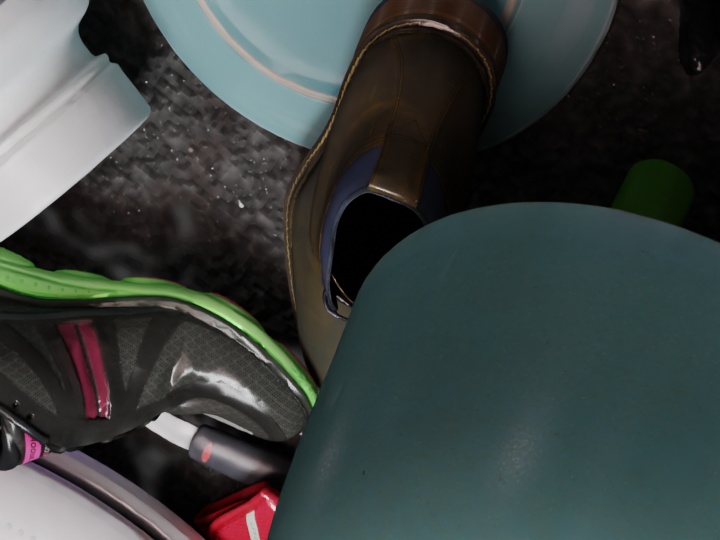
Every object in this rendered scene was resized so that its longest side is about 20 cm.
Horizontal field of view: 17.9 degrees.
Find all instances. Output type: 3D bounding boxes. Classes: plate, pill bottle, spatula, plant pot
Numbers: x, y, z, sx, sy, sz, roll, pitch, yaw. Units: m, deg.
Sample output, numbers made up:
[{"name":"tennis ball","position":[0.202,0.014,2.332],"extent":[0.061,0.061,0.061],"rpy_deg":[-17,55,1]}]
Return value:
[{"name":"plate","position":[-0.002,-0.126,0.827],"extent":[0.199,0.026,0.202],"rpy_deg":[9,119,17]},{"name":"pill bottle","position":[-0.170,-0.111,0.848],"extent":[0.110,0.111,0.200],"rpy_deg":[-33,101,31]},{"name":"spatula","position":[-0.082,0.061,0.956],"extent":[0.199,0.021,0.057],"rpy_deg":[27,121,5]},{"name":"plant pot","position":[0.058,0.108,0.693],"extent":[0.199,0.161,0.201],"rpy_deg":[16,139,15]}]

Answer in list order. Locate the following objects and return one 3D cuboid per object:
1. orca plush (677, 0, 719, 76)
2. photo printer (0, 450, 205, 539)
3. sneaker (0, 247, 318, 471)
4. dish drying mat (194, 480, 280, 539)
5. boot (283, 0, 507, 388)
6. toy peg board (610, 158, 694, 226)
[{"name":"orca plush","position":[0.056,-0.145,0.747],"extent":[0.105,0.071,0.200],"rpy_deg":[-36,100,5]},{"name":"photo printer","position":[-0.141,0.164,0.997],"extent":[0.166,0.069,0.201],"rpy_deg":[31,126,7]},{"name":"sneaker","position":[-0.115,0.042,0.897],"extent":[0.198,0.084,0.077],"rpy_deg":[12,162,-8]},{"name":"dish drying mat","position":[0.012,0.169,0.962],"extent":[0.200,0.018,0.077],"rpy_deg":[48,147,-8]},{"name":"boot","position":[0.000,0.000,0.833],"extent":[0.074,0.097,0.201],"rpy_deg":[15,134,3]},{"name":"toy peg board","position":[0.125,0.070,0.814],"extent":[0.198,0.098,0.200],"rpy_deg":[28,141,2]}]
